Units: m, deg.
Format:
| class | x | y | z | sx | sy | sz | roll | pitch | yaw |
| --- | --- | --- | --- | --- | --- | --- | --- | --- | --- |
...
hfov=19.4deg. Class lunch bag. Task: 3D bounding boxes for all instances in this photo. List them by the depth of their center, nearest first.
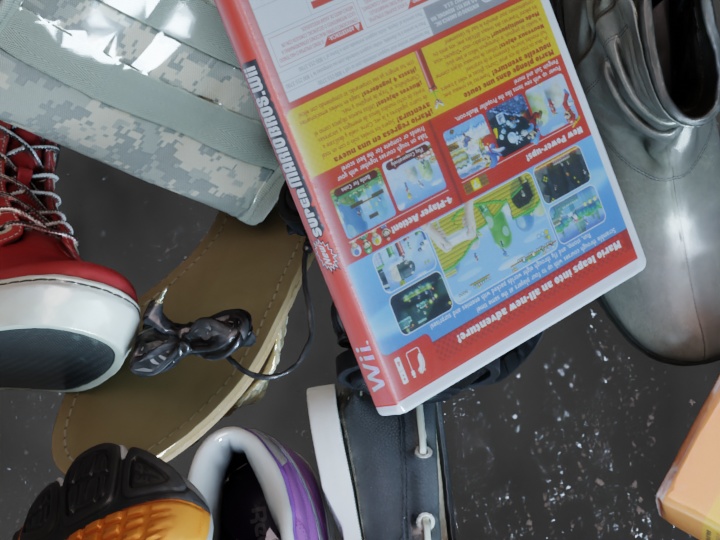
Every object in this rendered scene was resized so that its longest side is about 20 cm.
| class | x | y | z | sx | sy | sz | roll | pitch | yaw |
| --- | --- | --- | --- | --- | --- | --- | --- | --- | --- |
| lunch bag | -0.059 | -0.140 | 0.842 | 0.200 | 0.163 | 0.118 | -51 | 40 | 22 |

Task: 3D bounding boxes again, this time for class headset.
| class | x | y | z | sx | sy | sz | roll | pitch | yaw |
| --- | --- | --- | --- | --- | --- | --- | --- | --- | --- |
| headset | 0.000 | 0.000 | 0.843 | 0.094 | 0.199 | 0.124 | -16 | 96 | 40 |

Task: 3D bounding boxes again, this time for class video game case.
| class | x | y | z | sx | sy | sz | roll | pitch | yaw |
| --- | --- | --- | --- | --- | --- | --- | --- | --- | --- |
| video game case | 0.025 | -0.066 | 0.799 | 0.142 | 0.017 | 0.201 | -28 | 100 | -36 |

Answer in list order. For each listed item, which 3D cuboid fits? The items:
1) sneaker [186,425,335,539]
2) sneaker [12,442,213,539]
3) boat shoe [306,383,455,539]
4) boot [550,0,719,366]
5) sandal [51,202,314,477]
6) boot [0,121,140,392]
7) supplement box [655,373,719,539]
| class | x | y | z | sx | sy | sz | roll | pitch | yaw |
| --- | --- | --- | --- | --- | --- | --- | --- | --- | --- |
| sneaker | -0.036 | 0.160 | 0.837 | 0.072 | 0.114 | 0.202 | -16 | 74 | 2 |
| sneaker | -0.101 | 0.135 | 0.831 | 0.092 | 0.200 | 0.076 | 32 | 51 | -21 |
| boat shoe | 0.025 | 0.132 | 0.854 | 0.060 | 0.076 | 0.202 | -14 | 71 | 2 |
| boot | 0.119 | -0.057 | 0.850 | 0.067 | 0.131 | 0.202 | -13 | 89 | -3 |
| sandal | -0.052 | 0.026 | 0.905 | 0.077 | 0.070 | 0.213 | 9 | 53 | 27 |
| boot | -0.140 | -0.025 | 0.877 | 0.072 | 0.199 | 0.145 | 24 | 73 | -29 |
| supplement box | 0.219 | 0.114 | 0.837 | 0.199 | 0.069 | 0.067 | 28 | 80 | 16 |
